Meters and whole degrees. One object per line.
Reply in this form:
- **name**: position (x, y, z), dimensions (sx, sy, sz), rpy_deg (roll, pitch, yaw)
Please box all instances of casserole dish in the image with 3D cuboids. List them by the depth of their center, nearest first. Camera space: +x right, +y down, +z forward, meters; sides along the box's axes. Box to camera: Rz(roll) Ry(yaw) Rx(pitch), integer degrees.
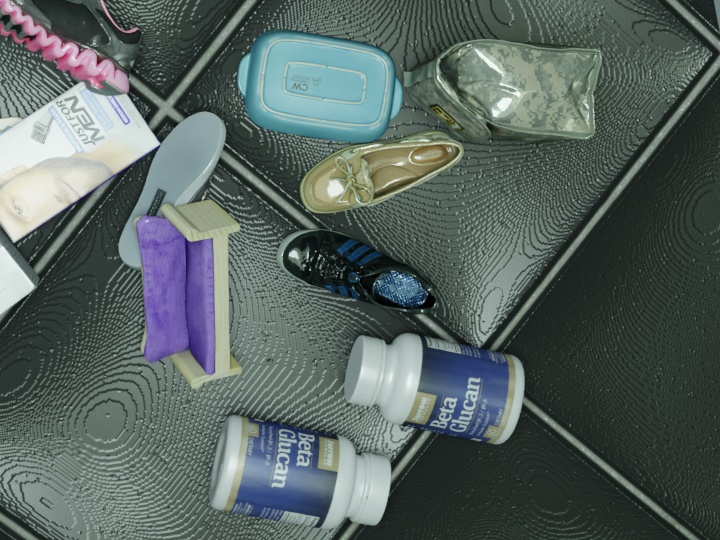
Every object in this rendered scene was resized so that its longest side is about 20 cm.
- **casserole dish**: position (-0.044, -0.218, 1.521), dimensions (0.199, 0.039, 0.122), rpy_deg (8, 89, -9)

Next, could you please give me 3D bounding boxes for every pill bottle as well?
- **pill bottle**: position (-0.070, 0.243, 1.532), dimensions (0.199, 0.111, 0.112), rpy_deg (12, 95, -12)
- **pill bottle**: position (0.086, 0.137, 1.556), dimensions (0.199, 0.111, 0.112), rpy_deg (12, 95, -11)

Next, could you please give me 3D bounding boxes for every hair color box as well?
- **hair color box**: position (-0.339, -0.131, 1.463), dimensions (0.200, 0.065, 0.110), rpy_deg (-36, 102, -8)

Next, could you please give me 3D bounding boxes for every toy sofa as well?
- **toy sofa**: position (-0.193, 0.028, 1.466), dimensions (0.097, 0.083, 0.201), rpy_deg (-12, 120, -27)

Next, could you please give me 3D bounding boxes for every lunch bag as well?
- **lunch bag**: position (0.157, -0.207, 1.499), dimensions (0.199, 0.164, 0.118), rpy_deg (5, 93, -10)

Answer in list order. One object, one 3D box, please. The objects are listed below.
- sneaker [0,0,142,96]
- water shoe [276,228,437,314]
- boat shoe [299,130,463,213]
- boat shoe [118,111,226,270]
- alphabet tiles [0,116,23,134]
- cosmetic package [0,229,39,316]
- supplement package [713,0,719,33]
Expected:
- **sneaker**: position (-0.318, -0.272, 1.386), dimensions (0.200, 0.079, 0.096), rpy_deg (34, 75, -33)
- **water shoe**: position (0.000, 0.000, 1.539), dimensions (0.199, 0.079, 0.072), rpy_deg (16, 94, -12)
- **boat shoe**: position (0.024, -0.120, 1.537), dimensions (0.199, 0.063, 0.074), rpy_deg (-22, 100, -7)
- **boat shoe**: position (-0.208, -0.088, 1.501), dimensions (0.070, 0.066, 0.201), rpy_deg (27, 93, 20)
- **alphabet tiles**: position (-0.469, -0.104, 1.475), dimensions (0.195, 0.015, 0.201), rpy_deg (-10, 99, -11)
- **cosmetic package**: position (-0.461, -0.031, 1.436), dimensions (0.113, 0.081, 0.200), rpy_deg (-39, 104, -4)
- **supplement package**: position (0.539, -0.294, 1.539), dimensions (0.150, 0.200, 0.153), rpy_deg (-15, 99, -7)
